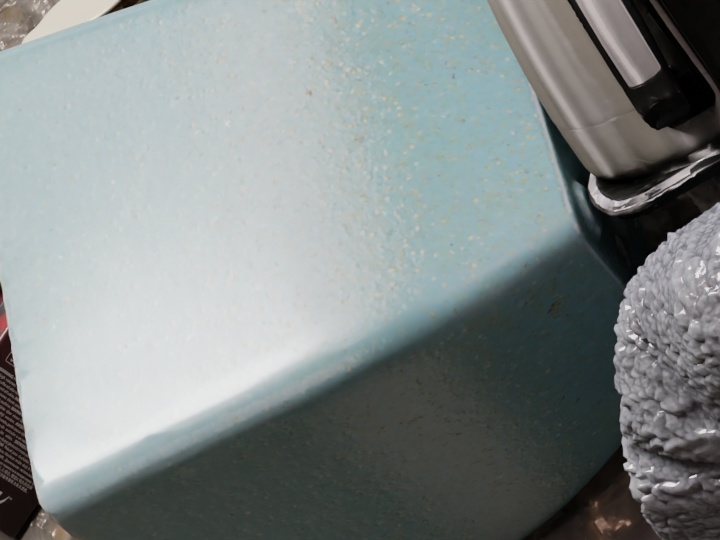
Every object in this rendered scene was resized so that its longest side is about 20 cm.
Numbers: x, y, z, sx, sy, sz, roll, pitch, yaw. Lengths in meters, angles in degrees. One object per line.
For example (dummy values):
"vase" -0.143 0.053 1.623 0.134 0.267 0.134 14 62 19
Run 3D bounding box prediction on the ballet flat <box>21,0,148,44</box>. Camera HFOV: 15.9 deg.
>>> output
"ballet flat" -0.135 -0.069 1.084 0.200 0.063 0.069 -45 47 3

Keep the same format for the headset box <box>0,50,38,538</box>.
"headset box" -0.160 -0.004 1.159 0.149 0.077 0.200 29 83 44

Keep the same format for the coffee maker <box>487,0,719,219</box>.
"coffee maker" 0.101 -0.151 0.827 0.192 0.200 0.135 -37 14 -7

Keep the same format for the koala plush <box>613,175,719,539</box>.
"koala plush" 0.171 -0.007 0.862 0.177 0.184 0.200 -14 42 30

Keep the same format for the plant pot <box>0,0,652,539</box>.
"plant pot" 0.000 0.000 0.949 0.199 0.196 0.197 -25 57 16
